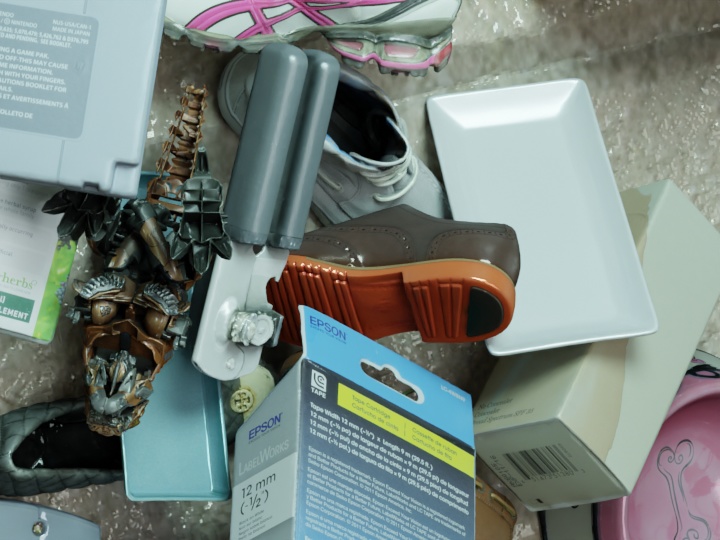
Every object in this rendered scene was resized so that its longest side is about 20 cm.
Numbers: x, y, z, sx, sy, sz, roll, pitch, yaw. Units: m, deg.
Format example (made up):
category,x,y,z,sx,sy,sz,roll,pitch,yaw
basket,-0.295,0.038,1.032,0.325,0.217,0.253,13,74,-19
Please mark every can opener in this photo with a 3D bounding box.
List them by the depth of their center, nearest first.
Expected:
category,x,y,z,sx,sy,sz,roll,pitch,yaw
can opener,-0.063,-0.033,1.648,0.052,0.066,0.201,6,104,-46

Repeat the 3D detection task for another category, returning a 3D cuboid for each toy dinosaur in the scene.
category,x,y,z,sx,sy,sz,roll,pitch,yaw
toy dinosaur,-0.125,-0.013,1.625,0.101,0.136,0.201,-6,67,-4

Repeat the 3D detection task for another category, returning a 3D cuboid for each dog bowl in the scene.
category,x,y,z,sx,sy,sz,roll,pitch,yaw
dog bowl,0.219,0.152,1.893,0.199,0.074,0.202,-2,94,-29

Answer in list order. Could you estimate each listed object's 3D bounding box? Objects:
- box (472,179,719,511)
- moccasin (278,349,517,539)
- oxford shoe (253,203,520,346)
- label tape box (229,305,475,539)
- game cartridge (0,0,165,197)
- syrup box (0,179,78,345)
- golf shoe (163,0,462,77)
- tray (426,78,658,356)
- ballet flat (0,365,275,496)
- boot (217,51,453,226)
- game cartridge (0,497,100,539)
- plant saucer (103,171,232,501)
category,x,y,z,sx,sy,sz,roll,pitch,yaw
box,0.152,0.047,1.806,0.078,0.095,0.201,45,52,-24
moccasin,0.027,0.113,1.785,0.201,0.073,0.078,41,60,-21
oxford shoe,0.000,0.000,1.729,0.071,0.198,0.073,81,18,-44
label tape box,-0.003,0.140,1.678,0.143,0.066,0.201,29,44,-33
game cartridge,-0.208,-0.119,1.538,0.198,0.040,0.134,10,90,-3
syrup box,-0.200,-0.066,1.639,0.078,0.081,0.201,17,86,-29
golf shoe,-0.039,-0.173,1.667,0.198,0.073,0.093,5,120,-7
tray,0.110,-0.031,1.776,0.107,0.022,0.201,-8,55,-7
ballet flat,-0.135,0.097,1.700,0.199,0.057,0.067,-16,101,-28
boot,0.005,-0.062,1.746,0.200,0.095,0.074,37,76,-26
game cartridge,-0.246,0.196,1.657,0.199,0.040,0.134,0,97,-30
plant saucer,-0.118,0.039,1.693,0.069,0.019,0.201,3,71,-30
